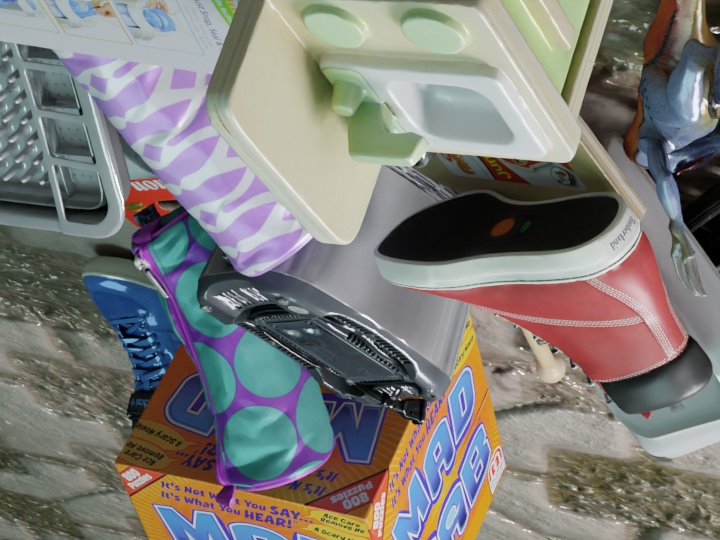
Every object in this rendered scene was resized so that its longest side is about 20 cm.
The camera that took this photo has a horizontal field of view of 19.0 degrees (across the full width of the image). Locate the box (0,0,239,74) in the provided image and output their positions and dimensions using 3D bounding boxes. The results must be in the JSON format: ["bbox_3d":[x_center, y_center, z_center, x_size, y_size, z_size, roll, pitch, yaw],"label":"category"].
[{"bbox_3d":[-0.088,-0.168,1.034,0.199,0.113,0.101,11,157,19],"label":"box"}]

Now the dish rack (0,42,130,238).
[{"bbox_3d":[-0.231,-0.110,1.336,0.200,0.044,0.172,7,126,29],"label":"dish rack"}]

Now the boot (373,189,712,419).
[{"bbox_3d":[0.104,0.027,1.235,0.200,0.072,0.144,3,134,50],"label":"boot"}]

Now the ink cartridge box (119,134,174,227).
[{"bbox_3d":[-0.174,-0.066,1.467,0.160,0.047,0.200,-2,149,43],"label":"ink cartridge box"}]

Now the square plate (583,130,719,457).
[{"bbox_3d":[0.161,0.026,1.281,0.198,0.028,0.200,55,160,0],"label":"square plate"}]

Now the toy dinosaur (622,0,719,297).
[{"bbox_3d":[0.174,-0.097,1.098,0.200,0.105,0.181,64,162,-9],"label":"toy dinosaur"}]

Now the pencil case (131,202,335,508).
[{"bbox_3d":[-0.085,0.047,1.421,0.085,0.092,0.200,1,114,62],"label":"pencil case"}]

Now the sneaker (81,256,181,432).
[{"bbox_3d":[-0.162,0.075,1.729,0.077,0.111,0.200,3,154,37],"label":"sneaker"}]

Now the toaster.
[{"bbox_3d":[0.000,0.000,1.366,0.200,0.129,0.113,33,156,-33],"label":"toaster"}]

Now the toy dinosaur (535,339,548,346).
[{"bbox_3d":[0.209,0.040,1.420,0.199,0.058,0.101,12,174,21],"label":"toy dinosaur"}]

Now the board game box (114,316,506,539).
[{"bbox_3d":[-0.029,0.144,1.596,0.199,0.200,0.200,10,141,23],"label":"board game box"}]

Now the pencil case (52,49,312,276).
[{"bbox_3d":[-0.092,-0.091,1.221,0.200,0.085,0.084,52,-170,-23],"label":"pencil case"}]

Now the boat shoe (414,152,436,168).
[{"bbox_3d":[-0.032,-0.125,1.119,0.200,0.071,0.072,30,160,10],"label":"boat shoe"}]

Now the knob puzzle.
[{"bbox_3d":[0.048,-0.101,1.201,0.219,0.030,0.220,29,160,12],"label":"knob puzzle"}]

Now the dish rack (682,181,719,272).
[{"bbox_3d":[0.277,0.007,1.229,0.200,0.055,0.153,29,160,-6],"label":"dish rack"}]

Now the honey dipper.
[{"bbox_3d":[0.119,0.039,1.501,0.038,0.038,0.200,11,161,21],"label":"honey dipper"}]

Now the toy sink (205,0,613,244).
[{"bbox_3d":[0.036,-0.119,0.925,0.112,0.200,0.130,7,156,30],"label":"toy sink"}]
